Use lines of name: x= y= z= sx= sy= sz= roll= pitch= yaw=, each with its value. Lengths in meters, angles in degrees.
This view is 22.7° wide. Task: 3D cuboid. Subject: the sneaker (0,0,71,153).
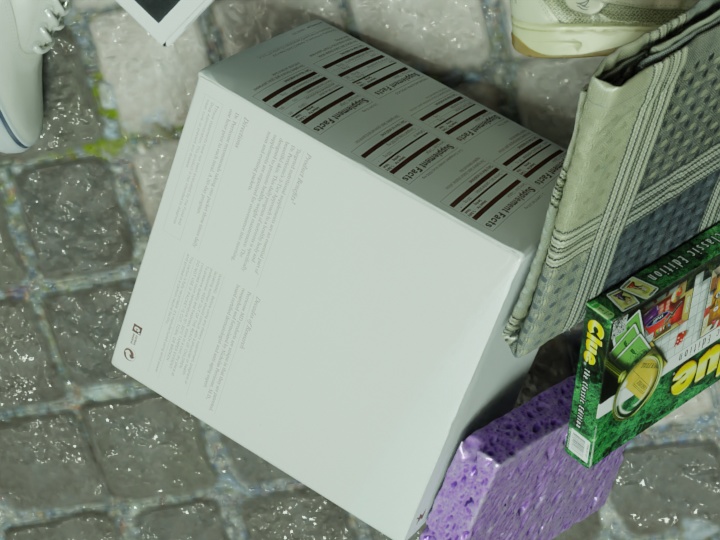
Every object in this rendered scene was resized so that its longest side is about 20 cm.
sneaker: x=-0.193 y=-0.161 z=1.021 sx=0.070 sy=0.073 sz=0.202 roll=4 pitch=116 yaw=12

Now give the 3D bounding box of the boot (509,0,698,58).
boot: x=0.169 y=-0.198 z=0.941 sx=0.198 sy=0.072 sz=0.156 roll=-4 pitch=113 yaw=12

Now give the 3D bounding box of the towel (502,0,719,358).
towel: x=0.153 y=-0.064 z=0.884 sx=0.035 sy=0.192 sz=0.201 roll=44 pitch=145 yaw=25

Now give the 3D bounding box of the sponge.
sponge: x=0.103 y=0.119 z=1.040 sx=0.030 sy=0.199 sz=0.112 roll=33 pitch=120 yaw=25

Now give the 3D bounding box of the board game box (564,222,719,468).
board game box: x=0.190 y=0.022 z=0.979 sx=0.023 sy=0.199 sz=0.106 roll=37 pitch=141 yaw=33

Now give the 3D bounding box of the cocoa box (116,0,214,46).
cocoa box: x=-0.114 y=-0.248 z=0.926 sx=0.200 sy=0.132 sz=0.133 roll=44 pitch=123 yaw=-12

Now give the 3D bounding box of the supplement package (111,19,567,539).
supplement package: x=0.000 y=0.000 z=0.996 sx=0.199 sy=0.147 sz=0.193 roll=30 pitch=120 yaw=15
